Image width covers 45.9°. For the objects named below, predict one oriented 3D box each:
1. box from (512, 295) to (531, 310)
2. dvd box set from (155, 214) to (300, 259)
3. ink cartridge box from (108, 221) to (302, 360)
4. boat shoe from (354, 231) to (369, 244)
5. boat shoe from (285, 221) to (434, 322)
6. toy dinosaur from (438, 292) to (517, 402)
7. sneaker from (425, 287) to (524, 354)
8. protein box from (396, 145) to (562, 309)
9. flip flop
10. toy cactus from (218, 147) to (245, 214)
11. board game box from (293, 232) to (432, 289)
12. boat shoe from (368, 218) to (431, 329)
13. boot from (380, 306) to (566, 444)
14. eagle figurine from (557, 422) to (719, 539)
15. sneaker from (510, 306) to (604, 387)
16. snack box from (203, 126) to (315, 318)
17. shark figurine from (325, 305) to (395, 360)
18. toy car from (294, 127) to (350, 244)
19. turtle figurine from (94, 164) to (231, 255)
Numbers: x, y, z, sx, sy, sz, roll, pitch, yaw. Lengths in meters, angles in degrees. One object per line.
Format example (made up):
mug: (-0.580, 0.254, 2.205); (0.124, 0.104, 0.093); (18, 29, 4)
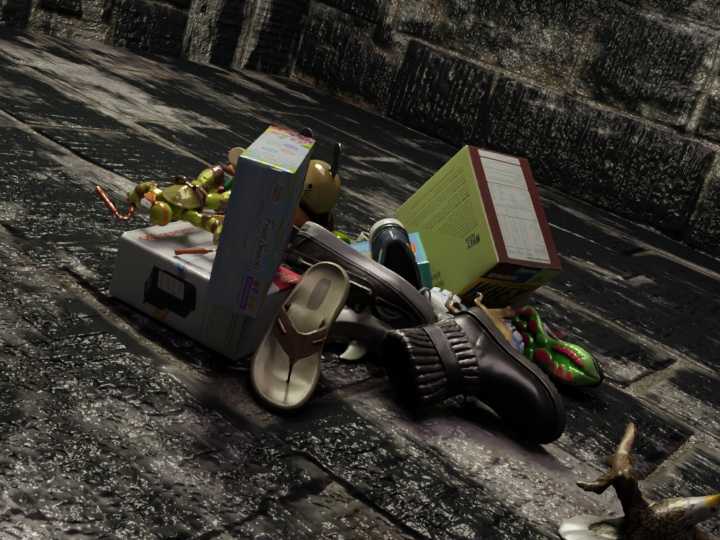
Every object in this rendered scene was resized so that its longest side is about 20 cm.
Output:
box: (0.226, -0.017, 1.564); (0.100, 0.114, 0.200); (5, 22, -32)
dvd box set: (-0.171, -0.047, 1.216); (0.197, 0.030, 0.146); (6, -11, 17)
ink cartridge box: (-0.191, 0.019, 1.073); (0.198, 0.084, 0.145); (24, 19, 19)
boat shoe: (0.057, -0.001, 1.426); (0.199, 0.063, 0.072); (31, 21, 31)
boat shoe: (-0.002, 0.019, 1.068); (0.199, 0.064, 0.071); (32, -13, -4)
toy dinosaur: (0.154, 0.081, 1.155); (0.100, 0.059, 0.200); (27, 41, 16)
sneaker: (0.138, 0.088, 1.230); (0.198, 0.076, 0.087); (22, 23, 13)
protein box: (0.179, -0.048, 1.333); (0.133, 0.198, 0.202); (7, 59, -33)
flip flop: (-0.065, 0.066, 0.959); (0.080, 0.058, 0.201); (22, 59, 6)
toy cactus: (-0.190, -0.183, 1.493); (0.103, 0.198, 0.165); (62, 5, 16)
board game box: (0.000, 0.000, 1.259); (0.197, 0.046, 0.152); (-10, 18, 2)
boat shoe: (0.057, 0.028, 1.154); (0.074, 0.202, 0.062); (-11, 31, -4)
boot: (0.132, 0.142, 1.026); (0.157, 0.080, 0.211); (-15, 52, -41)
eagle figurine: (0.310, 0.263, 0.822); (0.151, 0.151, 0.201); (-38, 85, -23)
sneaker: (0.294, 0.124, 1.301); (0.083, 0.077, 0.200); (28, 12, -35)
snack box: (-0.112, -0.063, 0.978); (0.067, 0.171, 0.200); (17, 19, -1)
shark figurine: (-0.026, 0.062, 1.114); (0.212, 0.091, 0.128); (11, 17, -29)
toy car: (-0.093, -0.133, 1.444); (0.163, 0.202, 0.157); (30, 21, 36)
turtle figurine: (-0.225, -0.092, 1.086); (0.198, 0.065, 0.161); (23, 29, 22)
